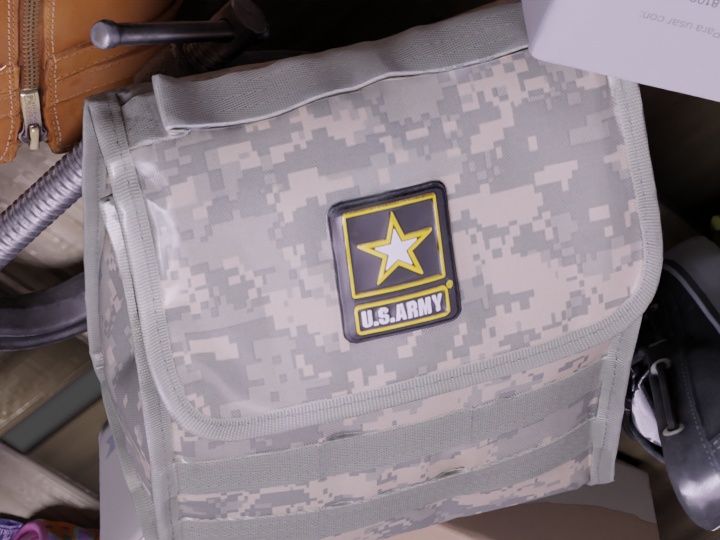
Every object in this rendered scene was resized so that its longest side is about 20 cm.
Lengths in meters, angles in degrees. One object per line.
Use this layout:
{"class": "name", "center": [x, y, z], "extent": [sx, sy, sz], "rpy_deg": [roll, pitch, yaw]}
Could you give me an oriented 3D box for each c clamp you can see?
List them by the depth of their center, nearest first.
{"class": "c clamp", "center": [-0.084, -0.028, 0.944], "extent": [0.171, 0.027, 0.200], "rpy_deg": [-8, 153, -51]}

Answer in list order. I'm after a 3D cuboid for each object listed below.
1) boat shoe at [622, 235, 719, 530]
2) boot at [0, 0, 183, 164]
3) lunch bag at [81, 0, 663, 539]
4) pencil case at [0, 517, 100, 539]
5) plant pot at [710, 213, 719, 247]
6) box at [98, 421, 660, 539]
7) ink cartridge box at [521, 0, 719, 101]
{"class": "boat shoe", "center": [0.112, 0.037, 0.966], "extent": [0.056, 0.200, 0.069], "rpy_deg": [-25, 101, 0]}
{"class": "boot", "center": [-0.068, -0.100, 0.894], "extent": [0.199, 0.077, 0.156], "rpy_deg": [-13, 141, -6]}
{"class": "lunch bag", "center": [0.000, 0.000, 0.902], "extent": [0.163, 0.118, 0.200], "rpy_deg": [-14, 148, -10]}
{"class": "pencil case", "center": [-0.057, 0.160, 1.134], "extent": [0.199, 0.088, 0.088], "rpy_deg": [17, 130, -20]}
{"class": "plant pot", "center": [0.248, 0.032, 0.987], "extent": [0.192, 0.201, 0.201], "rpy_deg": [-25, 132, 1]}
{"class": "box", "center": [0.008, 0.094, 1.080], "extent": [0.199, 0.078, 0.095], "rpy_deg": [23, 128, -25]}
{"class": "ink cartridge box", "center": [0.109, -0.166, 0.797], "extent": [0.084, 0.145, 0.200], "rpy_deg": [11, 131, -14]}
